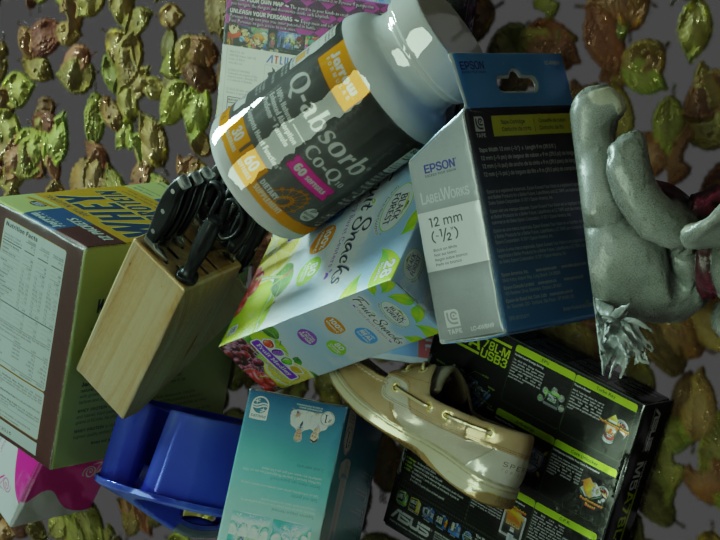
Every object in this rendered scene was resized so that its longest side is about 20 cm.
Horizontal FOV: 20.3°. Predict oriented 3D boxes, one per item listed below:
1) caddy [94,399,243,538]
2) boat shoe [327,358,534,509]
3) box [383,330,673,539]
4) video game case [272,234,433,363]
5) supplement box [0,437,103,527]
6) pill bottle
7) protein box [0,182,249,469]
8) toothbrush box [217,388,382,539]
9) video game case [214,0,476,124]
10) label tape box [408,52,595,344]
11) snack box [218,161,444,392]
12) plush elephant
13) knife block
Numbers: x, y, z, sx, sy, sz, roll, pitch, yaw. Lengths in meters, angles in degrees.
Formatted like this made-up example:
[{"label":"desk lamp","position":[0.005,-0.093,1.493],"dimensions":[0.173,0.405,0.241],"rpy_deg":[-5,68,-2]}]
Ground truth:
[{"label":"caddy","position":[-0.130,0.175,1.708],"dimensions":[0.141,0.199,0.106],"rpy_deg":[12,87,45]},{"label":"boat shoe","position":[0.057,0.104,1.522],"dimensions":[0.200,0.074,0.069],"rpy_deg":[34,99,38]},{"label":"box","position":[0.122,0.148,1.538],"dimensions":[0.199,0.047,0.194],"rpy_deg":[26,107,36]},{"label":"video game case","position":[0.000,0.000,1.673],"dimensions":[0.199,0.017,0.144],"rpy_deg":[5,99,44]},{"label":"supplement box","position":[-0.336,0.139,1.964],"dimensions":[0.200,0.103,0.102],"rpy_deg":[49,125,30]},{"label":"pill bottle","position":[-0.007,-0.121,1.516],"dimensions":[0.200,0.116,0.117],"rpy_deg":[-36,70,21]},{"label":"protein box","position":[-0.221,0.043,1.769],"dimensions":[0.135,0.198,0.201],"rpy_deg":[26,113,39]},{"label":"toothbrush box","position":[-0.053,0.207,1.587],"dimensions":[0.085,0.146,0.202],"rpy_deg":[9,81,13]},{"label":"video game case","position":[-0.010,-0.186,1.581],"dimensions":[0.198,0.036,0.183],"rpy_deg":[9,106,13]},{"label":"label tape box","position":[0.105,-0.054,1.470],"dimensions":[0.066,0.143,0.202],"rpy_deg":[-14,86,39]},{"label":"snack box","position":[0.002,-0.008,1.546],"dimensions":[0.199,0.169,0.068],"rpy_deg":[-21,124,42]},{"label":"plush elephant","position":[0.230,-0.022,1.363],"dimensions":[0.165,0.154,0.201],"rpy_deg":[74,-169,-49]},{"label":"knife block","position":[-0.155,0.010,1.595],"dimensions":[0.200,0.176,0.064],"rpy_deg":[-44,70,-6]}]
